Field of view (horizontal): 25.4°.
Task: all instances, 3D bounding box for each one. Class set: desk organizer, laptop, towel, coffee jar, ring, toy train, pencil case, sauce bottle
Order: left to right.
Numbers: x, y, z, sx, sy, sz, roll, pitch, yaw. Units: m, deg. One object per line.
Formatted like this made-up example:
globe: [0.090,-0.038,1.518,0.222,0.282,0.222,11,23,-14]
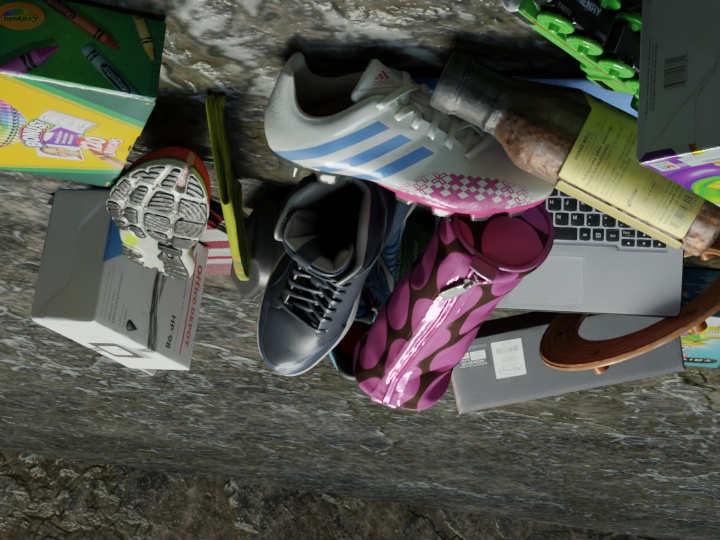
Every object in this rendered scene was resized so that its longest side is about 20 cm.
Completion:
towel: [-0.167,-0.035,1.448,0.143,0.023,0.200,-2,161,33]
towel: [-0.098,-0.059,1.214,0.018,0.087,0.200,-10,165,-4]
coffee jar: [-0.008,-0.007,1.368,0.198,0.086,0.104,9,166,-16]
pencil case: [0.059,0.025,1.144,0.090,0.094,0.200,20,138,-7]
laptop: [0.136,-0.048,1.123,0.186,0.202,0.116,3,-162,11]
desk organizer: [0.174,0.058,1.392,0.198,0.072,0.077,-11,-155,5]
sauce bottle: [0.141,-0.080,1.009,0.199,0.066,0.066,28,164,2]
toy train: [0.155,-0.128,0.952,0.199,0.042,0.056,27,173,-42]
ring: [0.233,0.025,1.268,0.199,0.019,0.201,-28,-166,8]

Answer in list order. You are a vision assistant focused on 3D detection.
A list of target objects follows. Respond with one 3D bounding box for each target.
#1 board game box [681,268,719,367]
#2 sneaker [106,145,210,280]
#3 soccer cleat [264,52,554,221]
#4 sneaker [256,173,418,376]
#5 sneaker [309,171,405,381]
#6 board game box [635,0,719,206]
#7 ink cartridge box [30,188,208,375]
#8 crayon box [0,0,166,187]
board game box: [0.284,0.046,1.527,0.150,0.047,0.200,4,164,5]
sneaker: [-0.148,-0.062,1.224,0.076,0.086,0.200,18,160,-5]
soccer cleat: [0.034,-0.091,1.047,0.198,0.070,0.087,11,128,3]
sneaker: [-0.035,0.004,1.145,0.077,0.203,0.146,32,-160,6]
sneaker: [0.000,0.000,1.252,0.078,0.090,0.201,-3,122,4]
board game box: [0.260,-0.090,0.938,0.103,0.106,0.199,-9,160,42]
ink cartridge box: [-0.195,0.016,1.388,0.066,0.117,0.200,1,163,25]
crayon box: [-0.208,-0.119,1.082,0.118,0.059,0.200,9,164,-15]
